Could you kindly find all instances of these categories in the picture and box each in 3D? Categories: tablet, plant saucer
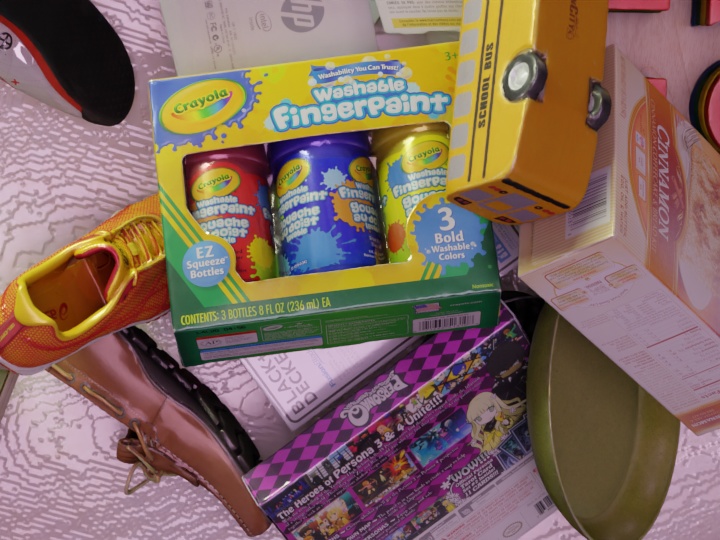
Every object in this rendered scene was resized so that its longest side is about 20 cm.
[{"bbox_3d":[-0.058,-0.160,1.454,0.129,0.014,0.201,-14,122,-4],"label":"tablet"},{"bbox_3d":[0.154,0.080,1.489,0.031,0.200,0.201,-2,98,31],"label":"plant saucer"}]

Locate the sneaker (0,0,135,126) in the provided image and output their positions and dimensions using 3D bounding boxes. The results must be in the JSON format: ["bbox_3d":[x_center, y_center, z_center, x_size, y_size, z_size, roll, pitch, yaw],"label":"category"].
[{"bbox_3d":[-0.240,-0.154,1.464,0.201,0.108,0.068,37,58,-41],"label":"sneaker"}]

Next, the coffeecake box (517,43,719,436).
[{"bbox_3d":[0.185,-0.016,1.441,0.073,0.154,0.200,-24,134,31],"label":"coffeecake box"}]

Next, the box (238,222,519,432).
[{"bbox_3d":[0.000,0.000,1.507,0.200,0.060,0.117,-35,98,-2],"label":"box"}]

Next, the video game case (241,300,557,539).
[{"bbox_3d":[0.046,0.132,1.492,0.200,0.036,0.181,-37,134,-1],"label":"video game case"}]

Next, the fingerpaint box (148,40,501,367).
[{"bbox_3d":[-0.023,-0.042,1.416,0.199,0.073,0.168,-7,70,-1],"label":"fingerpaint box"}]

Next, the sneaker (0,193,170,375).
[{"bbox_3d":[-0.149,0.002,1.439,0.073,0.077,0.200,50,44,-1],"label":"sneaker"}]

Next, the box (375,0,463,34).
[{"bbox_3d":[0.034,-0.239,1.412,0.082,0.049,0.201,2,132,24],"label":"box"}]

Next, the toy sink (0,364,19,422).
[{"bbox_3d":[-0.288,0.067,1.429,0.112,0.130,0.201,22,92,21],"label":"toy sink"}]

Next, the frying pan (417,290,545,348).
[{"bbox_3d":[0.061,0.079,1.530,0.115,0.031,0.190,-11,143,-39],"label":"frying pan"}]

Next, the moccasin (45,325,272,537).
[{"bbox_3d":[-0.135,0.100,1.497,0.201,0.074,0.078,44,97,-11],"label":"moccasin"}]

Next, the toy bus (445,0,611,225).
[{"bbox_3d":[0.102,-0.134,1.369,0.065,0.078,0.201,20,67,-37],"label":"toy bus"}]

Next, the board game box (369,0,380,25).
[{"bbox_3d":[-0.024,-0.195,1.503,0.095,0.030,0.200,33,94,-9],"label":"board game box"}]

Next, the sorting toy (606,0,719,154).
[{"bbox_3d":[0.211,-0.158,1.511,0.198,0.070,0.201,1,96,-7],"label":"sorting toy"}]
